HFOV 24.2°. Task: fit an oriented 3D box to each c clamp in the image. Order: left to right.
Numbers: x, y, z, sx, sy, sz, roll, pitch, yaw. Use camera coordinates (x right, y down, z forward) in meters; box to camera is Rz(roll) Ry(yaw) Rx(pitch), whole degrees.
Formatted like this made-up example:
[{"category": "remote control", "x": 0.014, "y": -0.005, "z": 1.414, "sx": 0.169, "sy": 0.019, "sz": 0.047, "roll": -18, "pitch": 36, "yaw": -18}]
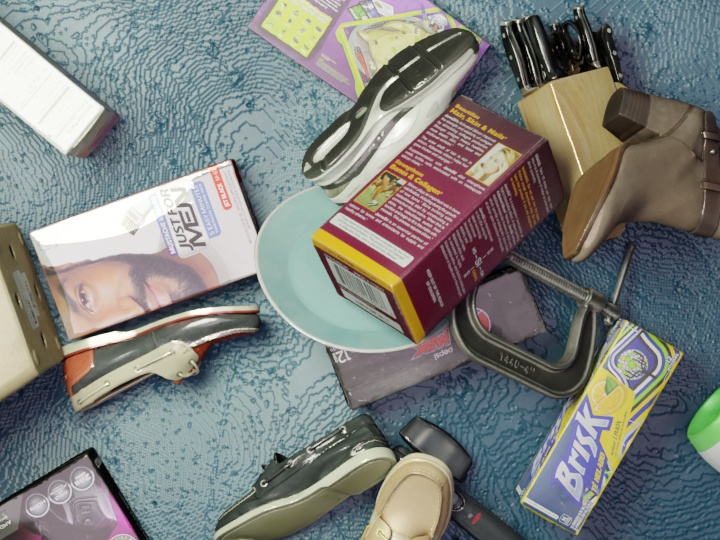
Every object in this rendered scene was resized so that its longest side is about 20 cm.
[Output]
[{"category": "c clamp", "x": 0.164, "y": 0.027, "z": 1.550, "sx": 0.200, "sy": 0.027, "sz": 0.171, "roll": 20, "pitch": 74, "yaw": -32}]

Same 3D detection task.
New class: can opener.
[{"category": "can opener", "x": 0.104, "y": 0.229, "z": 1.601, "sx": 0.200, "sy": 0.063, "sz": 0.079, "roll": 43, "pitch": 92, "yaw": -3}]

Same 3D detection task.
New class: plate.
[{"category": "plate", "x": 0.000, "y": 0.000, "z": 1.556, "sx": 0.200, "sy": 0.026, "sz": 0.200, "roll": 5, "pitch": 52, "yaw": -7}]

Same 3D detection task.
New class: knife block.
[{"category": "knife block", "x": 0.186, "y": -0.140, "z": 1.550, "sx": 0.176, "sy": 0.064, "sz": 0.200, "roll": 30, "pitch": 67, "yaw": -14}]

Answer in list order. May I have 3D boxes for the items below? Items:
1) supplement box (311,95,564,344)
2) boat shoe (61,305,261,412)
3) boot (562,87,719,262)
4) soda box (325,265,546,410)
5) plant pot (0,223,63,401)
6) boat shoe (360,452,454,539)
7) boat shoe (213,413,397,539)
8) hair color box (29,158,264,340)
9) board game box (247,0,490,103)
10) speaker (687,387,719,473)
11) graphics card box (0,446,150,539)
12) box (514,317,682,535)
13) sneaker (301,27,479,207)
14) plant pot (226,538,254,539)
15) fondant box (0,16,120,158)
[{"category": "supplement box", "x": 0.070, "y": -0.047, "z": 1.486, "sx": 0.200, "sy": 0.086, "sz": 0.110, "roll": -43, "pitch": 49, "yaw": -17}, {"category": "boat shoe", "x": -0.184, "y": 0.079, "z": 1.578, "sx": 0.200, "sy": 0.071, "sz": 0.063, "roll": -16, "pitch": 79, "yaw": 6}, {"category": "boot", "x": 0.269, "y": -0.067, "z": 1.495, "sx": 0.146, "sy": 0.070, "sz": 0.200, "roll": 29, "pitch": 68, "yaw": -18}, {"category": "soda box", "x": 0.070, "y": 0.062, "z": 1.590, "sx": 0.200, "sy": 0.063, "sz": 0.071, "roll": -22, "pitch": 94, "yaw": 0}, {"category": "plant pot", "x": -0.379, "y": 0.051, "z": 1.508, "sx": 0.177, "sy": 0.200, "sz": 0.200, "roll": -19, "pitch": 94, "yaw": 1}, {"category": "boat shoe", "x": 0.034, "y": 0.262, "z": 1.561, "sx": 0.074, "sy": 0.069, "sz": 0.200, "roll": 19, "pitch": 119, "yaw": 2}, {"category": "boat shoe", "x": -0.060, "y": 0.197, "z": 1.592, "sx": 0.199, "sy": 0.074, "sz": 0.066, "roll": -33, "pitch": 57, "yaw": 23}, {"category": "hair color box", "x": -0.195, "y": -0.021, "z": 1.579, "sx": 0.200, "sy": 0.064, "sz": 0.111, "roll": -20, "pitch": 95, "yaw": 1}, {"category": "board game box", "x": 0.008, "y": -0.222, "z": 1.590, "sx": 0.200, "sy": 0.032, "sz": 0.120, "roll": 35, "pitch": 96, "yaw": -4}, {"category": "speaker", "x": 0.409, "y": 0.194, "z": 1.597, "sx": 0.200, "sy": 0.088, "sz": 0.088, "roll": 40, "pitch": 92, "yaw": -3}, {"category": "graphics card box", "x": -0.258, "y": 0.284, "z": 1.602, "sx": 0.125, "sy": 0.051, "sz": 0.200, "roll": -30, "pitch": 93, "yaw": 0}, {"category": "box", "x": 0.224, "y": 0.146, "z": 1.596, "sx": 0.064, "sy": 0.070, "sz": 0.200, "roll": 29, "pitch": 92, "yaw": -1}, {"category": "sneaker", "x": 0.051, "y": -0.126, "z": 1.561, "sx": 0.200, "sy": 0.076, "sz": 0.115, "roll": -43, "pitch": 122, "yaw": 5}, {"category": "plant pot", "x": -0.089, "y": 0.352, "z": 1.538, "sx": 0.200, "sy": 0.200, "sz": 0.184, "roll": 18, "pitch": 91, "yaw": -2}, {"category": "fondant box", "x": -0.318, "y": -0.186, "z": 1.525, "sx": 0.200, "sy": 0.144, "sz": 0.058, "roll": 41, "pitch": 90, "yaw": -3}]
